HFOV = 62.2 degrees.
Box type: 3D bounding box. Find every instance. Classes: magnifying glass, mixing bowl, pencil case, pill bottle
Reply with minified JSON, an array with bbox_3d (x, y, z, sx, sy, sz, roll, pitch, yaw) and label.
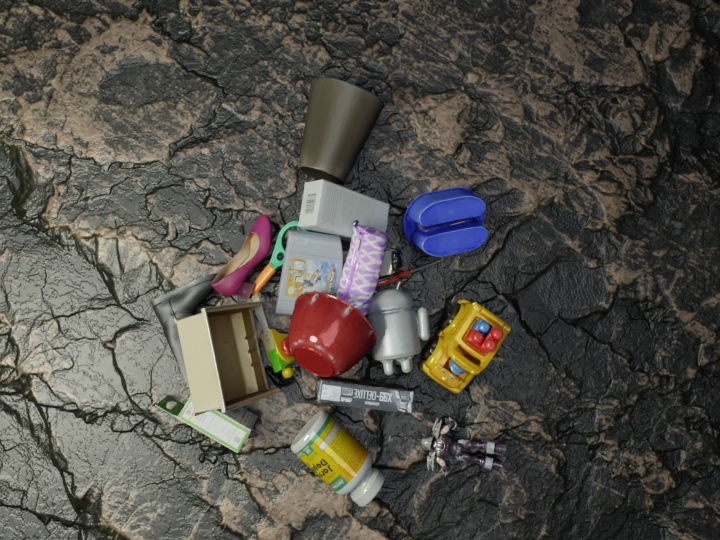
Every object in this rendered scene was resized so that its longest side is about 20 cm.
[{"bbox_3d":[-0.183,-0.025,1.336,0.080,0.022,0.200,45,104,20],"label":"magnifying glass"},{"bbox_3d":[-0.078,0.152,1.263,0.199,0.200,0.109,34,53,-2],"label":"mixing bowl"},{"bbox_3d":[0.000,0.000,1.283,0.083,0.085,0.202,17,103,19],"label":"pencil case"},{"bbox_3d":[-0.046,0.412,1.299,0.200,0.113,0.113,44,81,-2],"label":"pill bottle"}]

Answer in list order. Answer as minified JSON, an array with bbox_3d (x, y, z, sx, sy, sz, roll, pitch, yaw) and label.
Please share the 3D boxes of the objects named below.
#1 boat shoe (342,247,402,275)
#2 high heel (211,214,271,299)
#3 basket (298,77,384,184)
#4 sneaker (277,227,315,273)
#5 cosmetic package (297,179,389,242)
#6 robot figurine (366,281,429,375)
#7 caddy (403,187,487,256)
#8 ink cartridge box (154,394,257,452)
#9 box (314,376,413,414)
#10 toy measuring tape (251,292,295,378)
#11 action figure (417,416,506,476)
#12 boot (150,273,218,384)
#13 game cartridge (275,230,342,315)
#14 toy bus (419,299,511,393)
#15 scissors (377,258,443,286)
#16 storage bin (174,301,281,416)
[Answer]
[{"bbox_3d":[0.004,-0.015,1.375,0.198,0.093,0.076,0,96,21],"label":"boat shoe"},{"bbox_3d":[-0.259,-0.040,1.318,0.096,0.067,0.202,26,73,-48],"label":"high heel"},{"bbox_3d":[-0.058,-0.310,1.363,0.179,0.136,0.202,17,86,-1],"label":"basket"},{"bbox_3d":[-0.134,-0.082,1.359,0.087,0.074,0.202,10,84,-1],"label":"sneaker"},{"bbox_3d":[-0.034,-0.123,1.327,0.199,0.071,0.103,16,80,-39],"label":"cosmetic package"},{"bbox_3d":[0.073,0.129,1.341,0.168,0.113,0.202,-10,85,5],"label":"robot figurine"},{"bbox_3d":[0.201,-0.114,1.389,0.198,0.105,0.143,-11,108,-8],"label":"caddy"},{"bbox_3d":[-0.325,0.301,1.276,0.199,0.104,0.060,30,90,-3],"label":"ink cartridge box"},{"bbox_3d":[0.003,0.266,1.297,0.198,0.158,0.050,8,83,-7],"label":"box"},{"bbox_3d":[-0.185,0.143,1.337,0.073,0.074,0.202,-19,76,-8],"label":"toy measuring tape"},{"bbox_3d":[0.226,0.408,1.359,0.198,0.069,0.132,12,90,-2],"label":"action figure"},{"bbox_3d":[-0.349,0.128,1.312,0.164,0.066,0.202,-25,85,-2],"label":"boot"},{"bbox_3d":[-0.109,0.013,1.316,0.132,0.042,0.202,9,115,-9],"label":"game cartridge"},{"bbox_3d":[0.241,0.171,1.320,0.135,0.192,0.201,35,83,-4],"label":"toy bus"},{"bbox_3d":[0.112,0.005,1.381,0.198,0.073,0.014,-14,99,-10],"label":"scissors"},{"bbox_3d":[-0.267,0.178,1.239,0.093,0.198,0.202,-16,84,28],"label":"storage bin"}]
